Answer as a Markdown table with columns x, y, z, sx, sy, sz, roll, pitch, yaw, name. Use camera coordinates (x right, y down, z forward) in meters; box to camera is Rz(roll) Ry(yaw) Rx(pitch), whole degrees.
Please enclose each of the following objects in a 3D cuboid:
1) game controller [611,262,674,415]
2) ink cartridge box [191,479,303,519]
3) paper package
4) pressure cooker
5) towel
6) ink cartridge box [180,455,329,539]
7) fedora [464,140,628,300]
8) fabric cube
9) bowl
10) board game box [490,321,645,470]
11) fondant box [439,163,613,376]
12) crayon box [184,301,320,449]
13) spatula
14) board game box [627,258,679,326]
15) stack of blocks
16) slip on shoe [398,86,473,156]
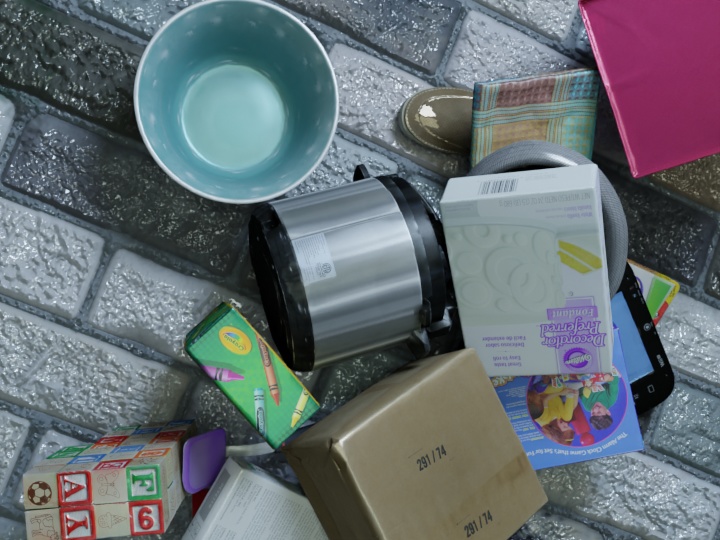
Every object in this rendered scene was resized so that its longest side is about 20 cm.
| x | y | z | sx | sy | sz | roll | pitch | yaw | name |
| --- | --- | --- | --- | --- | --- | --- | --- | --- | --- |
| 0.284 | 0.081 | 0.954 | 0.104 | 0.042 | 0.201 | -25 | 110 | 9 | game controller |
| -0.087 | 0.329 | 0.880 | 0.174 | 0.084 | 0.202 | -2 | 90 | -11 | ink cartridge box |
| 0.056 | 0.202 | 0.821 | 0.199 | 0.103 | 0.192 | -29 | 95 | -37 | paper package |
| 0.001 | 0.000 | 0.848 | 0.198 | 0.179 | 0.178 | -16 | 116 | -14 | pressure cooker |
| 0.187 | -0.116 | 0.918 | 0.145 | 0.022 | 0.202 | -10 | 125 | -11 | towel |
| -0.082 | 0.295 | 0.825 | 0.199 | 0.050 | 0.162 | 33 | 84 | -26 | ink cartridge box |
| 0.185 | -0.048 | 0.874 | 0.175 | 0.090 | 0.201 | -13 | 114 | 23 | fedora |
| 0.374 | -0.229 | 0.883 | 0.199 | 0.195 | 0.202 | -21 | 94 | -52 | fabric cube |
| -0.127 | -0.165 | 0.865 | 0.199 | 0.105 | 0.203 | 0 | 89 | -11 | bowl |
| 0.193 | 0.144 | 0.920 | 0.198 | 0.045 | 0.136 | -13 | 95 | 11 | board game box |
| 0.166 | 0.005 | 0.821 | 0.143 | 0.058 | 0.202 | -4 | 118 | 19 | fondant box |
| -0.110 | 0.094 | 0.818 | 0.058 | 0.200 | 0.119 | -42 | 97 | -9 | crayon box |
| -0.103 | 0.180 | 0.858 | 0.199 | 0.020 | 0.057 | -3 | 99 | -46 | spatula |
| 0.265 | 0.021 | 0.967 | 0.198 | 0.030 | 0.096 | 22 | 110 | -13 | board game box |
| -0.224 | 0.191 | 0.791 | 0.114 | 0.200 | 0.059 | -5 | 91 | -2 | stack of blocks |
| 0.143 | -0.160 | 0.943 | 0.198 | 0.061 | 0.077 | 15 | 87 | -11 | slip on shoe |
